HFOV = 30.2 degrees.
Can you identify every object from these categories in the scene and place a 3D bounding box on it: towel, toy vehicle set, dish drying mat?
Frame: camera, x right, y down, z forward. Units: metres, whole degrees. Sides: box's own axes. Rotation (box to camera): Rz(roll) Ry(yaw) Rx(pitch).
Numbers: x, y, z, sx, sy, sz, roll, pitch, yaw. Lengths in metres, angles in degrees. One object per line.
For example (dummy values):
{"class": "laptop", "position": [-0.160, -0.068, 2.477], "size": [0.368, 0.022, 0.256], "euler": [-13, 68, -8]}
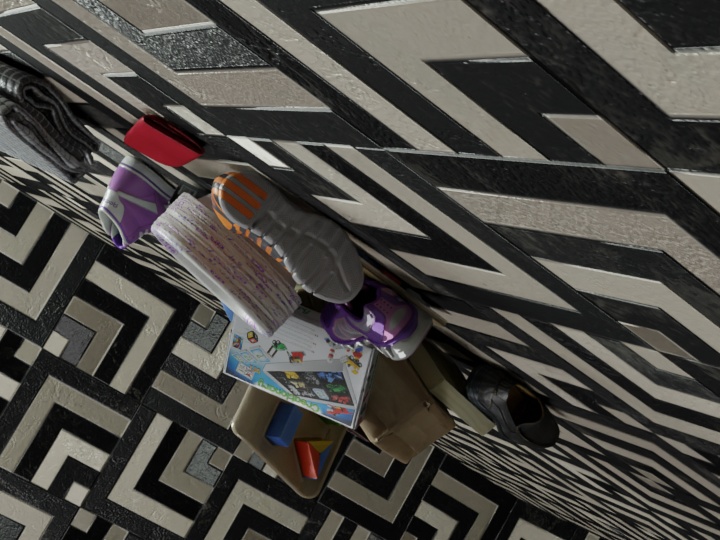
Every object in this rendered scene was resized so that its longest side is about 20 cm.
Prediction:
{"class": "towel", "position": [-0.435, -0.202, 1.682], "size": [0.165, 0.086, 0.200], "euler": [24, 169, 26]}
{"class": "toy vehicle set", "position": [0.116, 0.149, 1.874], "size": [0.124, 0.026, 0.200], "euler": [58, -171, 35]}
{"class": "dish drying mat", "position": [-0.225, -0.145, 1.512], "size": [0.077, 0.018, 0.200], "euler": [31, 171, -13]}

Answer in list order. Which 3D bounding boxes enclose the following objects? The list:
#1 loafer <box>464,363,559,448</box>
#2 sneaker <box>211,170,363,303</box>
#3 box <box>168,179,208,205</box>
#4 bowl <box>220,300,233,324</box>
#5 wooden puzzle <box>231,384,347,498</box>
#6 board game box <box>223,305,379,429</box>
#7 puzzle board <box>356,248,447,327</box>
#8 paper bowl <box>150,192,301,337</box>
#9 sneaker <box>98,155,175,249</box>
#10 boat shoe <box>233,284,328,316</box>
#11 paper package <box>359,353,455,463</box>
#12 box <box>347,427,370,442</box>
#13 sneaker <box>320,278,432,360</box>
{"class": "loafer", "position": [0.225, 0.200, 1.854], "size": [0.072, 0.073, 0.200], "euler": [16, 165, 48]}
{"class": "sneaker", "position": [-0.083, -0.044, 1.484], "size": [0.200, 0.078, 0.112], "euler": [44, 172, -16]}
{"class": "box", "position": [-0.155, -0.046, 1.792], "size": [0.200, 0.040, 0.137], "euler": [29, 172, 6]}
{"class": "bowl", "position": [-0.136, 0.050, 1.943], "size": [0.201, 0.039, 0.201], "euler": [49, -160, -25]}
{"class": "wooden puzzle", "position": [-0.078, 0.198, 1.874], "size": [0.046, 0.185, 0.200], "euler": [2, 146, 39]}
{"class": "board game box", "position": [-0.077, 0.112, 1.734], "size": [0.200, 0.126, 0.035], "euler": [22, -153, 16]}
{"class": "puzzle board", "position": [0.000, 0.000, 1.616], "size": [0.200, 0.017, 0.151], "euler": [37, 171, -37]}
{"class": "paper bowl", "position": [-0.151, -0.019, 1.630], "size": [0.201, 0.104, 0.201], "euler": [42, 171, 8]}
{"class": "sneaker", "position": [-0.303, -0.073, 1.888], "size": [0.073, 0.114, 0.200], "euler": [23, 170, 33]}
{"class": "boat shoe", "position": [-0.070, 0.045, 1.763], "size": [0.200, 0.072, 0.065], "euler": [4, -158, 24]}
{"class": "paper package", "position": [0.029, 0.151, 1.856], "size": [0.200, 0.103, 0.191], "euler": [56, -177, 24]}
{"class": "box", "position": [-0.046, 0.147, 2.131], "size": [0.200, 0.166, 0.164], "euler": [27, 172, 24]}
{"class": "sneaker", "position": [0.002, 0.047, 1.592], "size": [0.088, 0.081, 0.200], "euler": [41, 164, -24]}
